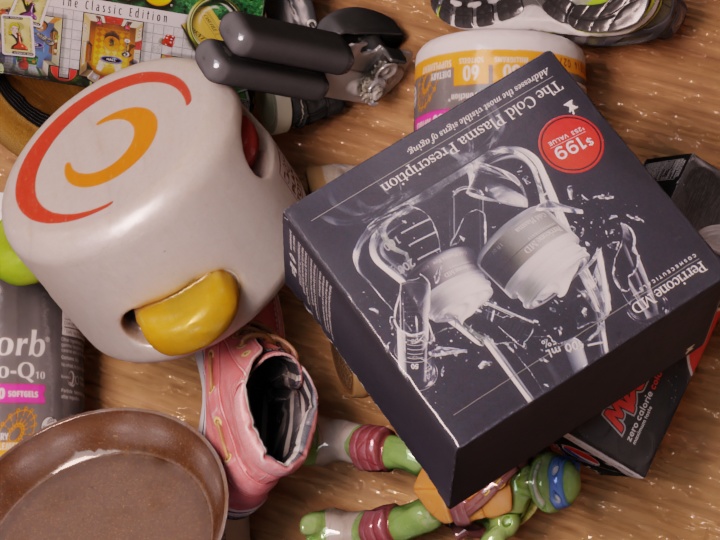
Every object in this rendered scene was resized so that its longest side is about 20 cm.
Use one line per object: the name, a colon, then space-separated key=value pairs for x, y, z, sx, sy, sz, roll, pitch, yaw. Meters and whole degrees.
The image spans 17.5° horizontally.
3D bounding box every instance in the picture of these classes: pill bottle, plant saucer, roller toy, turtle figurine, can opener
pill bottle: x=-0.253 y=0.052 z=1.656 sx=0.116 sy=0.116 sz=0.201 roll=-5 pitch=81 yaw=20
pill bottle: x=0.092 y=-0.051 z=1.545 sx=0.116 sy=0.116 sz=0.201 roll=-3 pitch=80 yaw=21
plant saucer: x=-0.175 y=0.177 z=1.520 sx=0.199 sy=0.035 sz=0.201 roll=-12 pitch=46 yaw=12
roller toy: x=-0.131 y=-0.036 z=1.561 sx=0.199 sy=0.140 sz=0.183 roll=10 pitch=56 yaw=45
turtle figurine: x=0.031 y=0.149 z=1.511 sx=0.193 sy=0.144 sz=0.200 roll=-3 pitch=38 yaw=38
can opener: x=-0.037 y=-0.145 z=1.572 sx=0.053 sy=0.199 sz=0.067 roll=-47 pitch=65 yaw=26

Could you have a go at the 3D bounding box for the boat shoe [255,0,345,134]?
boat shoe: x=-0.052 y=-0.196 z=1.653 sx=0.066 sy=0.075 sz=0.201 roll=-8 pitch=72 yaw=-16

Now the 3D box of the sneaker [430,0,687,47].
sneaker: x=0.131 y=-0.180 z=1.576 sx=0.199 sy=0.081 sz=0.074 roll=16 pitch=86 yaw=42

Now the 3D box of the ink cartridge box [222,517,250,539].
ink cartridge box: x=-0.175 y=0.229 z=1.625 sx=0.199 sy=0.083 sz=0.146 roll=-8 pitch=80 yaw=19

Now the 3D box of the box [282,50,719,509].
box: x=0.084 y=0.004 z=1.395 sx=0.199 sy=0.104 sz=0.182 roll=-32 pitch=70 yaw=-15

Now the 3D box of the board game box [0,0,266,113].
board game box: x=-0.165 y=-0.173 z=1.603 sx=0.199 sy=0.023 sz=0.105 roll=9 pitch=114 yaw=2

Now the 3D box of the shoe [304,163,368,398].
shoe: x=0.000 y=0.000 z=1.573 sx=0.053 sy=0.070 sz=0.201 roll=-7 pitch=48 yaw=-4

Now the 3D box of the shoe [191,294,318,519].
shoe: x=-0.068 y=0.062 z=1.577 sx=0.091 sy=0.071 sz=0.201 roll=-41 pitch=40 yaw=49

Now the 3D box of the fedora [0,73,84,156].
fedora: x=-0.188 y=-0.161 z=1.670 sx=0.199 sy=0.082 sz=0.202 roll=2 pitch=115 yaw=5

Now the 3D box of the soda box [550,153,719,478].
soda box: x=0.183 y=0.029 z=1.491 sx=0.071 sy=0.063 sz=0.201 roll=30 pitch=78 yaw=-17
